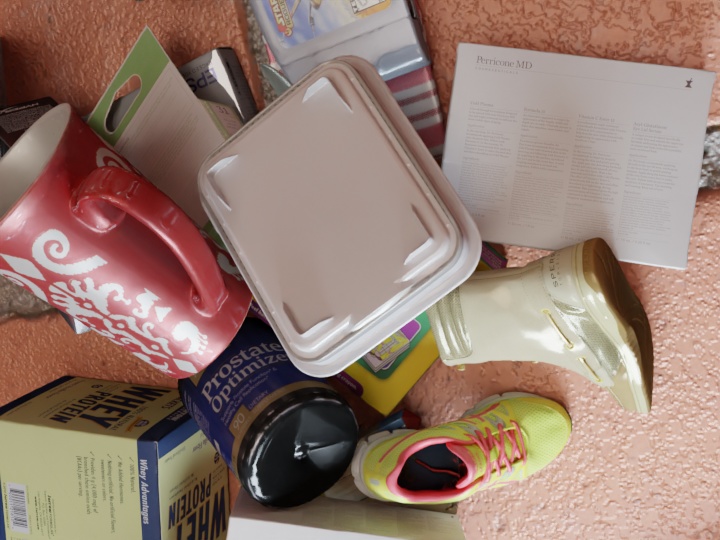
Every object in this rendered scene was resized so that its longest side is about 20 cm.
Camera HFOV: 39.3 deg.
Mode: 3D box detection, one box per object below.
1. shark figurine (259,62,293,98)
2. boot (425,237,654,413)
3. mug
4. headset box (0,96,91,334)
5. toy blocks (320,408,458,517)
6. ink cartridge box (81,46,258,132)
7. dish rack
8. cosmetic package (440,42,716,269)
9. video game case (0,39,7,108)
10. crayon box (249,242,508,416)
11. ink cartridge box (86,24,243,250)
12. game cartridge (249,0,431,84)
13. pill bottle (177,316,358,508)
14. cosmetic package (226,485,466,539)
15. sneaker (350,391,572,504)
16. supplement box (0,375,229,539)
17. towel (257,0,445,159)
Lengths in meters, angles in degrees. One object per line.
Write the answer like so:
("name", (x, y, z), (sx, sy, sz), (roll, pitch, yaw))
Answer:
("shark figurine", (-0.004, -0.067, 0.777), (0.127, 0.090, 0.216), (-12, 67, -15))
("boot", (0.149, 0.057, 0.817), (0.154, 0.073, 0.200), (-11, 142, 27))
("mug", (-0.181, -0.005, 0.760), (0.134, 0.177, 0.200), (-49, 121, -1))
("headset box", (-0.267, -0.050, 0.915), (0.200, 0.074, 0.150), (37, 138, 44))
("toy blocks", (0.030, 0.217, 0.932), (0.136, 0.100, 0.201), (-29, 95, 14))
("ink cartridge box", (-0.170, -0.080, 0.960), (0.198, 0.041, 0.202), (-21, 94, 23))
("dish rack", (-0.026, -0.044, 0.723), (0.171, 0.043, 0.201), (-36, 72, 12))
("cosmetic package", (0.165, -0.090, 0.794), (0.198, 0.052, 0.153), (9, 95, 8))
("video game case", (-0.364, -0.130, 0.939), (0.023, 0.200, 0.185), (-3, 101, -4))
("crayon box", (0.000, 0.000, 0.890), (0.199, 0.058, 0.173), (38, 111, -3))
("ink cartridge box", (-0.169, -0.098, 0.905), (0.146, 0.048, 0.201), (-49, 59, 26))
("game cartridge", (-0.031, -0.248, 0.843), (0.132, 0.042, 0.202), (-17, 97, 17))
("pill bottle", (-0.096, 0.111, 0.896), (0.200, 0.111, 0.113), (38, 118, 48))
("cosmetic package", (-0.012, 0.231, 0.856), (0.197, 0.083, 0.051), (8, 97, -1))
("sneaker", (0.096, 0.159, 0.854), (0.198, 0.090, 0.079), (-16, 91, -13))
("supplement box", (-0.249, 0.228, 1.008), (0.197, 0.134, 0.203), (4, 103, 20))
("towel", (-0.007, -0.181, 0.885), (0.145, 0.030, 0.202), (-11, 99, 21))
